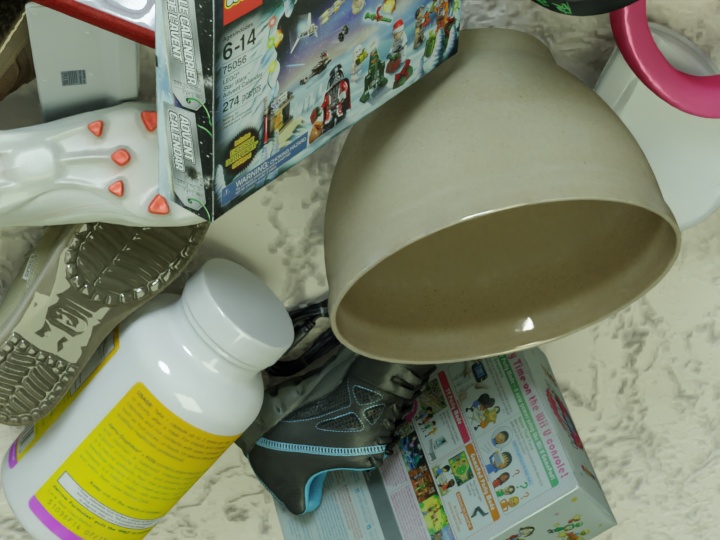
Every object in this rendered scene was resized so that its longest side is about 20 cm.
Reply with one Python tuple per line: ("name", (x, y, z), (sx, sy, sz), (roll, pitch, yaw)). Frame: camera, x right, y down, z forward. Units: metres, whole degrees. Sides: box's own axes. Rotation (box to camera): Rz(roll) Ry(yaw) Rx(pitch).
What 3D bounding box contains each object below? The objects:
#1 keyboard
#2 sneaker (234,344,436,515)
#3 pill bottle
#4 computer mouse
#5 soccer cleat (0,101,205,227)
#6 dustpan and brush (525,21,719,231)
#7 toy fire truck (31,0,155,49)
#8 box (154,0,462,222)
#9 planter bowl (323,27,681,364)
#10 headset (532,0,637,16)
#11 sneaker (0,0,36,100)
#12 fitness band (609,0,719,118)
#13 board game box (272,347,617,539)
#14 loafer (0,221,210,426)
("keyboard", (-0.147, -0.106, 1.074), (0.056, 0.011, 0.200), (0, 164, -6))
("sneaker", (0.011, 0.079, 1.267), (0.199, 0.082, 0.073), (-36, 169, 23))
("pill bottle", (-0.130, 0.087, 1.239), (0.104, 0.105, 0.200), (30, 117, -30))
("computer mouse", (0.000, 0.000, 1.245), (0.058, 0.034, 0.200), (22, 120, -27))
("soccer cleat", (-0.157, -0.056, 1.116), (0.198, 0.078, 0.070), (-3, 89, -6))
("dustpan and brush", (0.209, -0.065, 1.236), (0.199, 0.057, 0.140), (23, 109, -19))
("toy fire truck", (-0.130, -0.205, 0.951), (0.198, 0.112, 0.169), (20, 85, -5))
("box", (-0.019, -0.129, 0.953), (0.200, 0.040, 0.138), (-38, 143, -39))
("planter bowl", (0.066, -0.050, 1.119), (0.198, 0.136, 0.201), (-12, 155, -5))
("headset", (0.153, -0.225, 1.063), (0.201, 0.123, 0.094), (-53, 148, 7))
("sneaker", (-0.169, -0.135, 1.084), (0.075, 0.071, 0.200), (20, 128, -42))
("fitness band", (0.234, -0.178, 1.137), (0.200, 0.037, 0.144), (-43, 121, 5))
("board game box", (0.048, 0.146, 1.290), (0.199, 0.148, 0.064), (-32, 136, 14))
("loafer", (-0.167, 0.000, 1.191), (0.200, 0.068, 0.076), (-47, 122, 4))
